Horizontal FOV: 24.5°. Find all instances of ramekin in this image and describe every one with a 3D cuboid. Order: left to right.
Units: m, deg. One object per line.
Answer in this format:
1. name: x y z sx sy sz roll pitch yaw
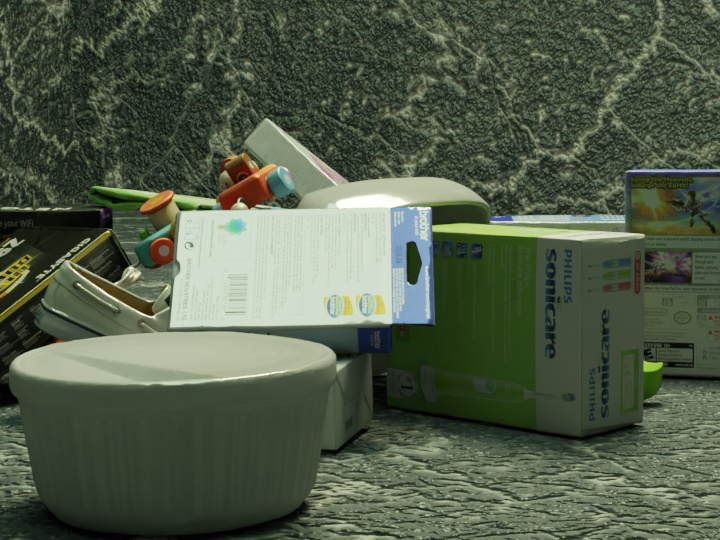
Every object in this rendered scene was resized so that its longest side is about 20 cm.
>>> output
1. ramekin: -0.114 0.098 1.021 0.200 0.095 0.202 0 6 0

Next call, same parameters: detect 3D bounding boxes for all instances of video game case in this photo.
1. video game case: 0.333 0.002 1.461 0.198 0.183 0.045 1 6 16

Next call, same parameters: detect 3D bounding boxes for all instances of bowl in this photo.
1. bowl: 0.000 0.000 1.420 0.199 0.201 0.075 -8 45 -36

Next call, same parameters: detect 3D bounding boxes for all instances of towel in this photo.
1. towel: -0.147 -0.054 1.620 0.148 0.031 0.199 9 3 37

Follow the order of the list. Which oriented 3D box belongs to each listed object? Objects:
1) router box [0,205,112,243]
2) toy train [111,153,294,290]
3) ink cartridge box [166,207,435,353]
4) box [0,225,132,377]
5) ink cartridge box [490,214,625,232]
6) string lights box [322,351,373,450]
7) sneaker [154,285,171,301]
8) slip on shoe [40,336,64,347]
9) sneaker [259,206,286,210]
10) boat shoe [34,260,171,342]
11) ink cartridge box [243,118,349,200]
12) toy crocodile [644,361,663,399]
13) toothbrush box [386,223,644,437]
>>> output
1. router box: -0.337 0.014 1.590 0.198 0.151 0.051 0 6 4
2. toy train: -0.134 -0.053 1.381 0.199 0.056 0.150 -28 5 25
3. ink cartridge box: -0.043 0.007 1.251 0.198 0.042 0.120 -3 50 3
4. box: -0.318 0.035 1.442 0.200 0.050 0.159 -41 26 -31
5. ink cartridge box: 0.183 0.017 1.556 0.198 0.138 0.076 0 4 0
6. string lights box: -0.099 0.092 1.239 0.198 0.060 0.103 1 8 15
7. sneaker: -0.143 0.040 1.517 0.070 0.074 0.199 -5 -10 -42
8. slip on shoe: -0.240 0.076 1.407 0.074 0.062 0.199 -2 8 -36
9. sneaker: -0.042 -0.011 1.490 0.078 0.067 0.200 5 -13 15
10. boat shoe: -0.160 0.047 1.345 0.199 0.070 0.071 23 6 -10
11. ink cartridge box: 0.000 -0.046 1.611 0.200 0.043 0.196 44 4 37
12. toy crocodile: 0.202 0.054 1.423 0.061 0.068 0.200 -6 19 -8
13. toothbrush box: 0.117 0.041 1.293 0.086 0.147 0.199 -5 7 -44
